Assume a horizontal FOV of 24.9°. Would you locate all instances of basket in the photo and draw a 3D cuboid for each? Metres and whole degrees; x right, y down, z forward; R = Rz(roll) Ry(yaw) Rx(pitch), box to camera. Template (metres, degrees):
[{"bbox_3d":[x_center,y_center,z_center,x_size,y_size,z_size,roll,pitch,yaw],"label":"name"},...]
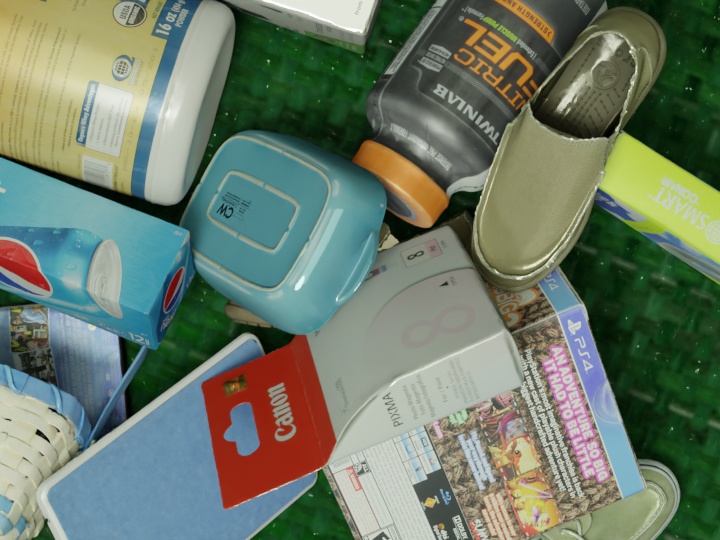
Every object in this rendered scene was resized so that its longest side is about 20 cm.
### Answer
[{"bbox_3d":[-0.258,0.085,1.111,0.176,0.139,0.201,21,66,6],"label":"basket"}]

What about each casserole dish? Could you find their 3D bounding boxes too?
[{"bbox_3d":[-0.061,-0.034,1.099,0.039,0.200,0.122,29,90,-38],"label":"casserole dish"}]

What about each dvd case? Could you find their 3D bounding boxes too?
[{"bbox_3d":[-0.267,0.099,1.182,0.199,0.018,0.144,-5,92,-1],"label":"dvd case"}]

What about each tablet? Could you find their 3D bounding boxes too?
[{"bbox_3d":[-0.120,0.146,1.118,0.200,0.014,0.131,-37,115,-34],"label":"tablet"}]

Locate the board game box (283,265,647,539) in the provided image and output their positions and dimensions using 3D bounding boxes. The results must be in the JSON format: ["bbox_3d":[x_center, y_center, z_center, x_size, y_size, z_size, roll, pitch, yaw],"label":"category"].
[{"bbox_3d":[0.071,0.103,1.117,0.199,0.097,0.160,-23,118,0],"label":"board game box"}]

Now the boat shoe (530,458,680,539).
[{"bbox_3d":[0.142,0.200,1.166,0.199,0.062,0.072,-29,92,-1],"label":"boat shoe"}]

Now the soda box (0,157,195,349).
[{"bbox_3d":[-0.215,-0.021,1.098,0.199,0.064,0.068,21,66,9],"label":"soda box"}]

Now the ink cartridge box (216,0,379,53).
[{"bbox_3d":[-0.078,-0.223,1.110,0.199,0.146,0.084,19,93,-1],"label":"ink cartridge box"}]

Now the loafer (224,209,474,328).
[{"bbox_3d":[0.000,0.000,1.157,0.199,0.076,0.068,-9,89,-9],"label":"loafer"}]

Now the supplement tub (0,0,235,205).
[{"bbox_3d":[-0.198,-0.139,1.112,0.199,0.145,0.145,17,92,-1],"label":"supplement tub"}]

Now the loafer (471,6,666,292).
[{"bbox_3d":[0.125,-0.079,1.042,0.075,0.068,0.201,29,100,17],"label":"loafer"}]

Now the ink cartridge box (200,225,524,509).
[{"bbox_3d":[-0.009,0.055,1.039,0.199,0.163,0.057,-19,117,-2],"label":"ink cartridge box"}]

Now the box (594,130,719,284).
[{"bbox_3d":[0.225,-0.038,1.129,0.199,0.122,0.048,33,92,-1],"label":"box"}]

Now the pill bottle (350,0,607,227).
[{"bbox_3d":[0.075,-0.128,1.119,0.106,0.106,0.200,35,81,-1],"label":"pill bottle"}]
